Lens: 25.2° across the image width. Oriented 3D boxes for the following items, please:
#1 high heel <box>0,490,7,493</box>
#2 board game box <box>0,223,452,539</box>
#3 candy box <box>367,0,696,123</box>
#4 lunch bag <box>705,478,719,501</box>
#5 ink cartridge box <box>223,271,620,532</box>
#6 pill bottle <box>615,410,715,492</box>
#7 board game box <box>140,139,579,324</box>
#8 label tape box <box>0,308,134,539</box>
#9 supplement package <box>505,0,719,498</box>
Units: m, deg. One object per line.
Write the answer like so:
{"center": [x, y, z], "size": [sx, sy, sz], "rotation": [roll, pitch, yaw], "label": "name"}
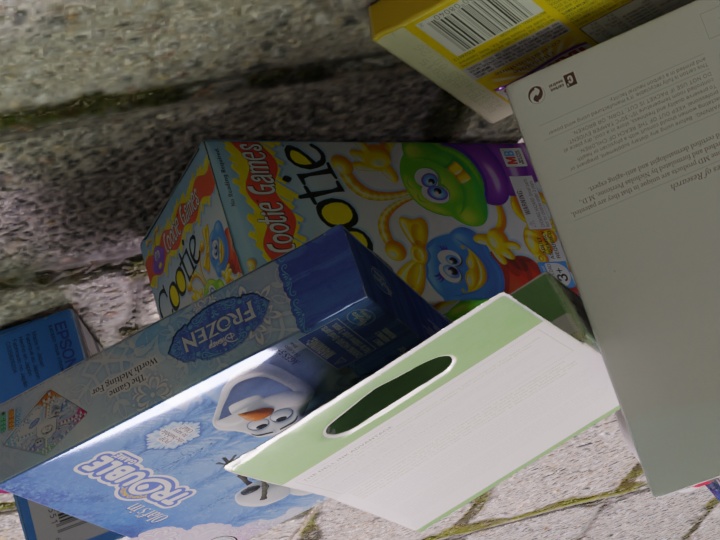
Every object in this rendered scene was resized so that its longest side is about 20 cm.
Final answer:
{"center": [-0.276, 0.100, 0.929], "size": [0.096, 0.068, 0.200], "rotation": [-34, 138, 17], "label": "high heel"}
{"center": [-0.050, 0.072, 0.803], "size": [0.199, 0.044, 0.200], "rotation": [-27, 152, 13], "label": "board game box"}
{"center": [0.111, -0.134, 0.727], "size": [0.200, 0.027, 0.102], "rotation": [-25, 149, 30], "label": "candy box"}
{"center": [0.375, 0.145, 1.332], "size": [0.170, 0.124, 0.200], "rotation": [-36, -172, -3], "label": "lunch bag"}
{"center": [0.036, 0.055, 0.737], "size": [0.145, 0.048, 0.200], "rotation": [-33, 151, 15], "label": "ink cartridge box"}
{"center": [0.298, 0.078, 1.215], "size": [0.200, 0.111, 0.111], "rotation": [-35, 150, 32], "label": "pill bottle"}
{"center": [0.000, 0.000, 0.868], "size": [0.199, 0.103, 0.105], "rotation": [-2, 150, -30], "label": "board game box"}
{"center": [-0.156, 0.129, 0.977], "size": [0.063, 0.145, 0.200], "rotation": [-20, 155, -1], "label": "label tape box"}
{"center": [0.204, -0.024, 0.752], "size": [0.191, 0.201, 0.147], "rotation": [-23, 170, 22], "label": "supplement package"}
